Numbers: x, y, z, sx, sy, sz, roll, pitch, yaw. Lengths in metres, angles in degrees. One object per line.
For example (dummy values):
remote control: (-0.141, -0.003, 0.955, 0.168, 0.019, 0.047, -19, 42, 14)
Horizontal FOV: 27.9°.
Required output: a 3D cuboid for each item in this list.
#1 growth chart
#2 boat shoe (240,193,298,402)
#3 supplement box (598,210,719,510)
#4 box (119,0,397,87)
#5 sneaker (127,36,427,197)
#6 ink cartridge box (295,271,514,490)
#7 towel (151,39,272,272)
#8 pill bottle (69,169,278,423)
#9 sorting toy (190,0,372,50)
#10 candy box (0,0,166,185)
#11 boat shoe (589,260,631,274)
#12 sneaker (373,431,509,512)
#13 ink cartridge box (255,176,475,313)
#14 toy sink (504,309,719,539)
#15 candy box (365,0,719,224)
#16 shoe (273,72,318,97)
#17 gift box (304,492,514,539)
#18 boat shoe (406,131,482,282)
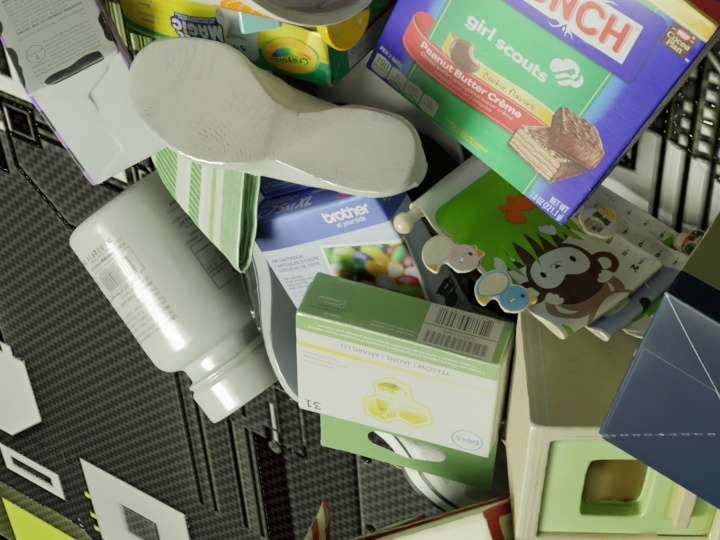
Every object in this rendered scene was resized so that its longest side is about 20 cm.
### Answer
growth chart: (0.133, -0.016, 0.934, 0.199, 0.145, 0.018, 31, 146, 18)
boat shoe: (-0.066, 0.012, 1.165, 0.066, 0.069, 0.202, -29, 79, 65)
supplement box: (0.275, 0.040, 0.805, 0.199, 0.200, 0.135, 31, 143, 15)
box: (-0.072, -0.189, 0.969, 0.199, 0.117, 0.049, 21, 138, 28)
sneaker: (-0.052, -0.088, 0.929, 0.199, 0.076, 0.088, 22, -179, 10)
ink cartridge box: (0.029, 0.098, 1.034, 0.144, 0.048, 0.201, 14, 137, 12)
towel: (-0.113, -0.110, 1.054, 0.200, 0.023, 0.154, 43, 132, 53)
pill bottle: (-0.146, 0.022, 1.232, 0.201, 0.114, 0.114, 55, 143, -2)
sorting toy: (-0.062, -0.223, 0.896, 0.179, 0.201, 0.107, 14, 155, 41)
candy box: (-0.220, -0.186, 1.035, 0.201, 0.071, 0.168, 62, 176, 18)
boat shoe: (0.166, 0.059, 1.019, 0.062, 0.074, 0.201, 1, 148, 12)
sneaker: (0.069, 0.115, 1.129, 0.200, 0.076, 0.116, 41, 147, 5)
ink cartridge box: (0.000, 0.000, 1.026, 0.119, 0.042, 0.201, -12, 118, 36)
toy sink: (0.199, 0.104, 0.941, 0.198, 0.113, 0.131, 0, 136, -1)
candy box: (0.115, -0.149, 0.869, 0.169, 0.077, 0.200, 39, 143, 6)
shoe: (-0.056, -0.096, 1.086, 0.053, 0.070, 0.201, -6, 125, 36)
gift box: (0.064, 0.245, 1.051, 0.186, 0.184, 0.202, -23, 76, 27)
boat shoe: (0.054, -0.037, 1.043, 0.199, 0.076, 0.074, 29, 145, 19)
